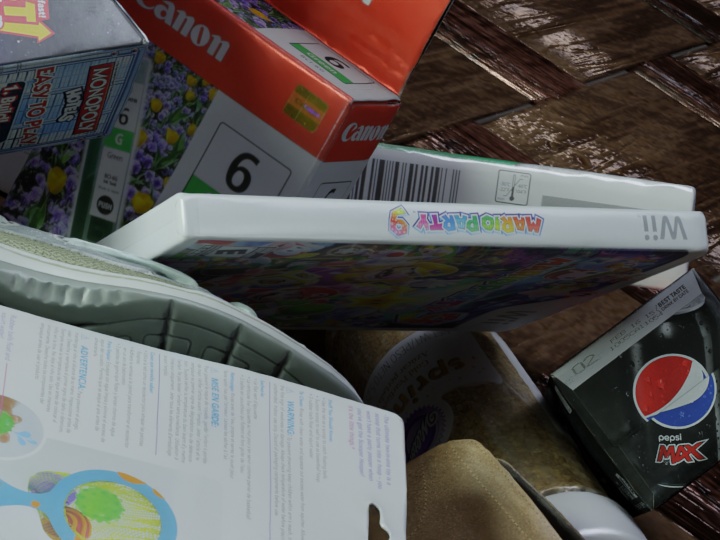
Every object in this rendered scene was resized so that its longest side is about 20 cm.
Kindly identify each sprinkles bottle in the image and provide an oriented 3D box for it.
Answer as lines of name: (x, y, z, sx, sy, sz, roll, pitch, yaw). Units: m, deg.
sprinkles bottle: (0.047, 0.072, 1.036, 0.068, 0.068, 0.200, 20, 21, -29)

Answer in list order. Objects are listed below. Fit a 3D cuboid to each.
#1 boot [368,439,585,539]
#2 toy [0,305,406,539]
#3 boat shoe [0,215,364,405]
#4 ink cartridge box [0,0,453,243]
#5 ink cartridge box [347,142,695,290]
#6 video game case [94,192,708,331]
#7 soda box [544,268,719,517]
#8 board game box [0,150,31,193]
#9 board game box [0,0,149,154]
boot: (0.058, 0.134, 0.857, 0.200, 0.075, 0.074, 54, 6, 35)
toy: (-0.086, 0.065, 0.794, 0.200, 0.047, 0.115, 19, 34, -14)
boat shoe: (-0.092, 0.022, 0.868, 0.202, 0.074, 0.065, 18, 21, -12)
ink cartridge box: (-0.050, -0.065, 1.034, 0.109, 0.200, 0.050, 36, 18, 18)
ink cartridge box: (0.051, -0.025, 1.159, 0.161, 0.050, 0.200, 7, 3, -1)
video game case: (0.000, 0.000, 0.953, 0.200, 0.018, 0.143, 1, -13, -28)
soda box: (0.116, 0.052, 1.060, 0.063, 0.071, 0.200, 53, -2, 6)
board game box: (-0.134, -0.066, 1.171, 0.200, 0.035, 0.126, 26, 20, -13)
board game box: (-0.174, -0.106, 0.863, 0.200, 0.062, 0.200, 3, 63, -18)
